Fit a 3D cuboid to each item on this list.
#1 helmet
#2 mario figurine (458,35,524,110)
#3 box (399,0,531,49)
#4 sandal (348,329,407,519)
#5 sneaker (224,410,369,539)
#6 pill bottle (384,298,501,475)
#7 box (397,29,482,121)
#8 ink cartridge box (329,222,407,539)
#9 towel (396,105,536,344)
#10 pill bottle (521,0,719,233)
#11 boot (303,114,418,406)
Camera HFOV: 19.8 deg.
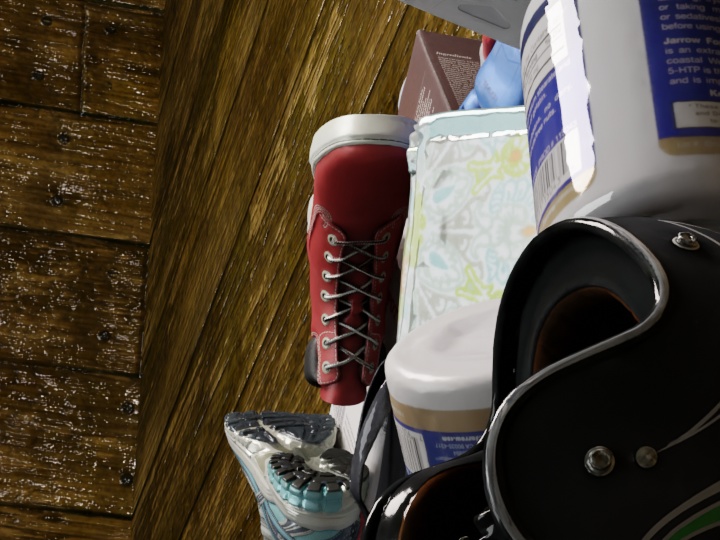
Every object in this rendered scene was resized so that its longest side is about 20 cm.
[{"bbox_3d":[0.111,0.083,0.775,0.191,0.200,0.200,-43,-10,-30],"label":"helmet"},{"bbox_3d":[0.115,-0.110,1.149,0.106,0.123,0.200,-27,-32,-57],"label":"mario figurine"},{"bbox_3d":[0.101,-0.196,0.982,0.200,0.155,0.041,-56,24,36],"label":"box"},{"bbox_3d":[0.018,0.078,1.182,0.076,0.043,0.201,-165,83,-80],"label":"sandal"},{"bbox_3d":[-0.048,0.148,1.361,0.200,0.077,0.087,-131,44,-73],"label":"sneaker"},{"bbox_3d":[0.085,0.121,0.966,0.111,0.110,0.201,-124,20,-72],"label":"pill bottle"},{"bbox_3d":[0.073,-0.069,1.336,0.200,0.075,0.101,-107,27,-59],"label":"box"},{"bbox_3d":[0.038,0.079,1.370,0.145,0.084,0.201,-111,30,-64],"label":"ink cartridge box"},{"bbox_3d":[0.098,-0.001,1.058,0.199,0.048,0.172,-1,84,46],"label":"towel"},{"bbox_3d":[0.132,-0.078,0.913,0.120,0.119,0.201,113,161,-51],"label":"pill bottle"},{"bbox_3d":[0.000,0.000,1.240,0.200,0.072,0.145,105,168,-69],"label":"boot"}]
